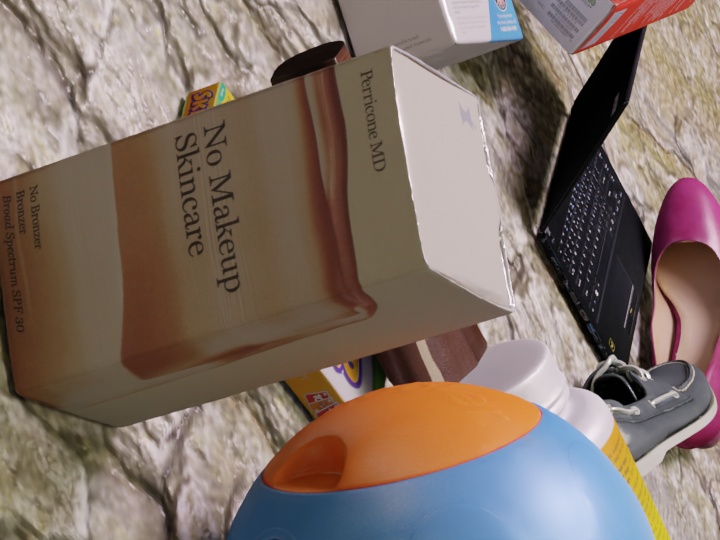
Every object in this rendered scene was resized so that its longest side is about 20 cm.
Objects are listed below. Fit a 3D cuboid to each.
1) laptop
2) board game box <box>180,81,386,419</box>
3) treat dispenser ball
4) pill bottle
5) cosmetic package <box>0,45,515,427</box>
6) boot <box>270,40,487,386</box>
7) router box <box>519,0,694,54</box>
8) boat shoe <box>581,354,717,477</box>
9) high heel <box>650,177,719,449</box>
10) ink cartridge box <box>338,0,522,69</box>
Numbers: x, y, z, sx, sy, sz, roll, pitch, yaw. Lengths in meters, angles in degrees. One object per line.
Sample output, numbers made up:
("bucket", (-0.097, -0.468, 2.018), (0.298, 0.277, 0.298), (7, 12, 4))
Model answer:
("laptop", (0.187, -0.062, 1.698), (0.200, 0.103, 0.177), (60, 28, -24))
("board game box", (-0.036, 0.006, 1.281), (0.200, 0.030, 0.096), (56, 28, -35))
("treat dispenser ball", (0.036, 0.150, 1.118), (0.201, 0.201, 0.201), (44, 36, -45))
("pill bottle", (0.109, 0.142, 1.385), (0.200, 0.109, 0.109), (64, 26, -17))
("cosmetic package", (-0.047, -0.010, 1.055), (0.087, 0.200, 0.103), (25, 50, -59))
("boot", (0.000, 0.000, 1.263), (0.200, 0.064, 0.186), (67, 24, -17))
("router box", (0.125, -0.243, 1.631), (0.200, 0.049, 0.179), (48, 34, 10))
("boat shoe", (0.177, 0.085, 1.612), (0.200, 0.073, 0.062), (-33, 107, -60))
("high heel", (0.233, 0.026, 1.756), (0.096, 0.067, 0.200), (29, 54, -70))
("ink cartridge box", (0.021, -0.222, 1.504), (0.115, 0.068, 0.200), (-15, 87, -66))
